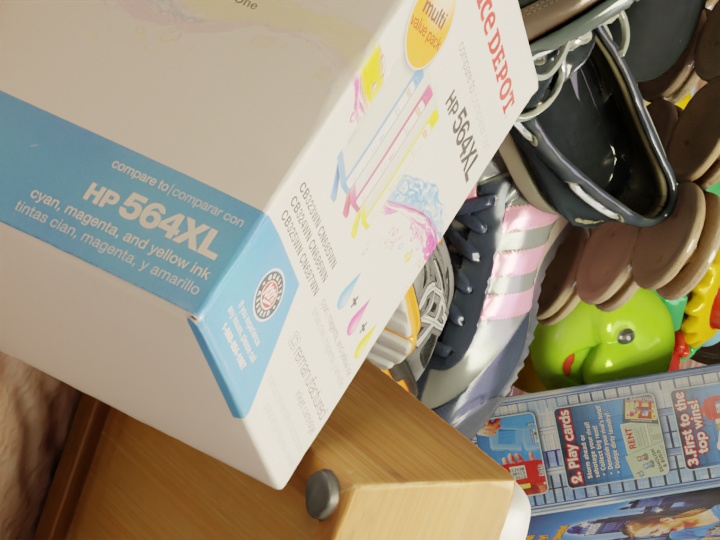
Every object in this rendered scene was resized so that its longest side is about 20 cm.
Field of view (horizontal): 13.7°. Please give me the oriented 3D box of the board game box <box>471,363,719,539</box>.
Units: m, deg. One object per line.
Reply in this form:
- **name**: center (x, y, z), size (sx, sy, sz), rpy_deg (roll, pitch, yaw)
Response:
- **board game box**: center (0.081, 0.111, 1.399), size (0.200, 0.199, 0.062), rpy_deg (118, -34, -61)

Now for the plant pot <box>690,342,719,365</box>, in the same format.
- **plant pot**: center (0.244, -0.021, 1.615), size (0.199, 0.187, 0.188), rpy_deg (-20, 132, -43)

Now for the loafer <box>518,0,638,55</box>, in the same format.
- **loafer**: center (0.054, -0.113, 1.118), size (0.200, 0.072, 0.063), rpy_deg (-34, 111, -6)

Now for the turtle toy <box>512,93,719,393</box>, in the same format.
- **turtle toy**: center (0.132, 0.003, 1.449), size (0.200, 0.101, 0.146), rpy_deg (-36, 144, -51)

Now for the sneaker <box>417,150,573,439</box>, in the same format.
- **sneaker**: center (0.047, -0.017, 1.305), size (0.082, 0.070, 0.201), rpy_deg (41, 69, -51)

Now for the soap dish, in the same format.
- **soap dish**: center (-0.039, 0.100, 1.064), size (0.081, 0.200, 0.158), rpy_deg (9, 107, -38)

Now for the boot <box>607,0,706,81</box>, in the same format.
- **boot**: center (0.135, -0.199, 1.282), size (0.168, 0.076, 0.201), rpy_deg (111, -8, -53)

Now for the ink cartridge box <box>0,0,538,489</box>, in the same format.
- **ink cartridge box**: center (-0.037, -0.059, 0.977), size (0.200, 0.125, 0.129), rpy_deg (-57, 156, -19)

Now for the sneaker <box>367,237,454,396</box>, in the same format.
- **sneaker**: center (0.000, 0.000, 1.188), size (0.077, 0.078, 0.200), rpy_deg (-61, 171, -16)

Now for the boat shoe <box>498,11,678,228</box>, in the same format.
- **boat shoe**: center (0.072, -0.088, 1.215), size (0.075, 0.062, 0.200), rpy_deg (-49, 133, -24)

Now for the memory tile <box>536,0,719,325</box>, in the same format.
- **memory tile**: center (0.137, -0.073, 1.332), size (0.153, 0.017, 0.201), rpy_deg (-21, -133, 63)
